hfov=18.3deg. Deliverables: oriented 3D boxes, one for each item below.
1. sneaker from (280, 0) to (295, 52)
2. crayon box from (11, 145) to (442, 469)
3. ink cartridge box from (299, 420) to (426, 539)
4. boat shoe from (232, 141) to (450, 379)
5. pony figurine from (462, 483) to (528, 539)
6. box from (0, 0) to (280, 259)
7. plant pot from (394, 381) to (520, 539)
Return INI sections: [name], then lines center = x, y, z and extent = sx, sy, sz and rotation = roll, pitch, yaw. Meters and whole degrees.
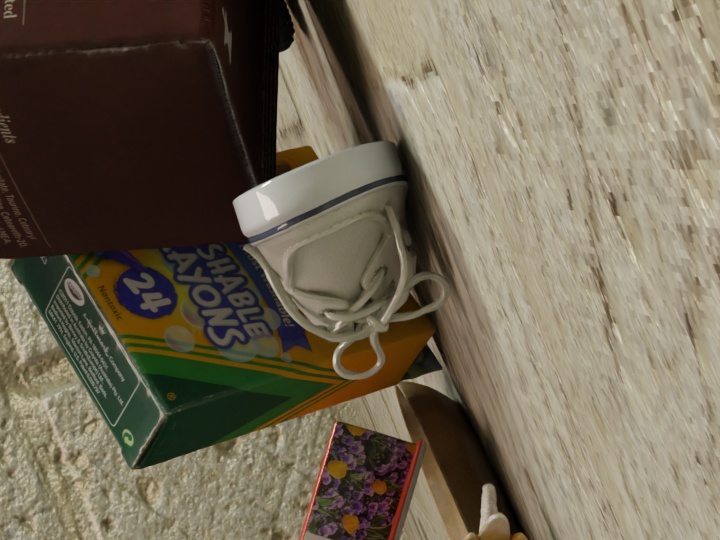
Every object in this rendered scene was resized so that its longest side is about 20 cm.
[sneaker]
center = -0.094, -0.174, 1.215
extent = 0.074, 0.080, 0.200
rotation = 73, 172, -45
[crayon box]
center = -0.054, 0.010, 1.101
extent = 0.126, 0.199, 0.052
rotation = 55, 137, 22
[ink cartridge box]
center = -0.006, 0.136, 1.135
extent = 0.200, 0.050, 0.109
rotation = 86, -160, -82
[boat shoe]
center = -0.004, 0.002, 0.958
extent = 0.202, 0.074, 0.086
rotation = 70, 178, -84
[pony figurine]
center = 0.043, 0.213, 0.987
extent = 0.200, 0.166, 0.194
rotation = 105, 170, -64
[box]
center = -0.146, -0.115, 1.000
extent = 0.164, 0.199, 0.167
rotation = 76, -167, -59
[plant pot]
center = 0.067, 0.146, 1.171
extent = 0.200, 0.027, 0.201
rotation = 157, 90, -87
